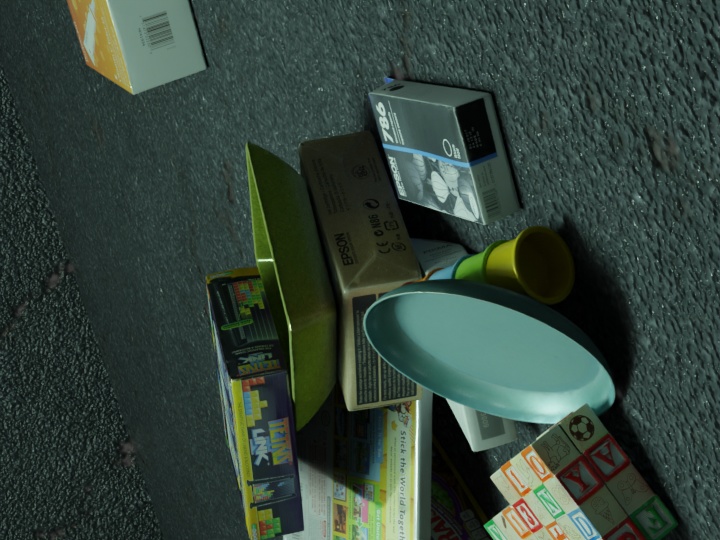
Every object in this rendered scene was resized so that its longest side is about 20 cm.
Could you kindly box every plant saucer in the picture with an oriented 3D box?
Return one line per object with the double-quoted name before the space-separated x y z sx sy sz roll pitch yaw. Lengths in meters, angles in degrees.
"plant saucer" 0.100 0.059 1.228 0.200 0.027 0.200 17 155 8
"plant saucer" -0.059 0.013 1.451 0.200 0.048 0.200 91 166 -58

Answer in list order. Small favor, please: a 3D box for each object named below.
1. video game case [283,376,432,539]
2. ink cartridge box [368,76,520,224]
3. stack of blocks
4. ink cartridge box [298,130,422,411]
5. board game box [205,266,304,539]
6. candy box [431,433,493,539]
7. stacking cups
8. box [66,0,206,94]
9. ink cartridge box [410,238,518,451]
"video game case" -0.005 0.190 1.555 0.182 0.023 0.201 7 100 42
"ink cartridge box" 0.058 -0.101 1.317 0.200 0.039 0.100 23 133 66
"stack of blocks" 0.163 0.192 1.287 0.115 0.059 0.200 53 159 10
"ink cartridge box" 0.000 0.000 1.463 0.165 0.075 0.200 89 168 -45
"board game box" -0.100 0.125 1.518 0.165 0.057 0.200 -113 15 -52
"candy box" 0.052 0.224 1.597 0.200 0.102 0.026 56 162 31
"stacking cups" 0.083 0.020 1.259 0.200 0.060 0.061 -25 87 54
"box" -0.275 -0.301 1.928 0.200 0.097 0.125 34 142 60
"ink cartridge box" 0.083 0.046 1.435 0.200 0.047 0.160 -113 8 -68
